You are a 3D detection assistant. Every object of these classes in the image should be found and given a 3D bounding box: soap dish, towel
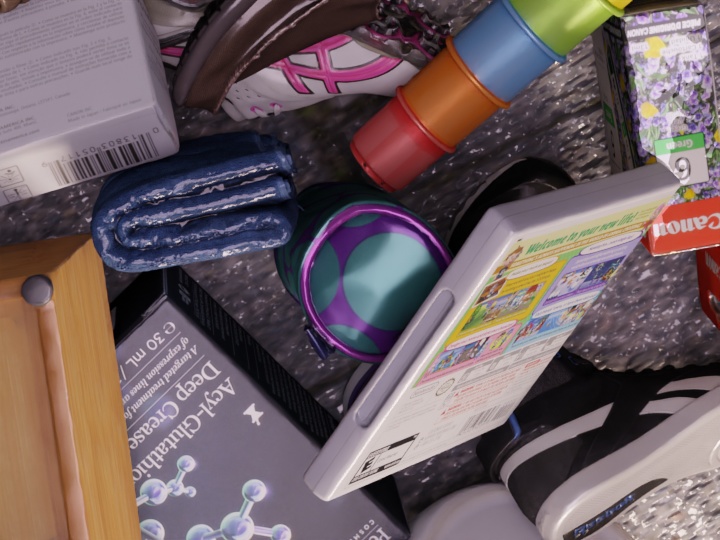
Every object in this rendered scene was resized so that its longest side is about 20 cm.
[{"bbox_3d":[-0.203,0.090,1.346,0.156,0.081,0.201,-8,91,7],"label":"soap dish"},{"bbox_3d":[-0.088,-0.041,1.365,0.111,0.200,0.049,-11,99,-1],"label":"towel"}]

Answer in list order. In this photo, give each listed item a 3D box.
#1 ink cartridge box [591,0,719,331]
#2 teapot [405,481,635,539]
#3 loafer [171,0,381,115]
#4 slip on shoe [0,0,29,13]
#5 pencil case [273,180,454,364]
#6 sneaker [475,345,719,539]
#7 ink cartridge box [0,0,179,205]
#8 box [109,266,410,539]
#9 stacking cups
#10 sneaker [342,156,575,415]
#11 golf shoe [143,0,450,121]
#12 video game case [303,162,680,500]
[{"bbox_3d":[0.170,-0.056,1.430,0.050,0.109,0.201,-10,104,-3],"label":"ink cartridge box"},{"bbox_3d":[0.085,0.231,1.477,0.200,0.197,0.146,48,139,18],"label":"teapot"},{"bbox_3d":[-0.020,-0.149,1.333,0.071,0.073,0.200,42,103,-12],"label":"loafer"},{"bbox_3d":[-0.246,-0.192,1.347,0.199,0.076,0.061,26,61,14],"label":"slip on shoe"},{"bbox_3d":[0.000,0.000,1.384,0.085,0.200,0.093,-27,98,-2],"label":"pencil case"},{"bbox_3d":[0.156,0.070,1.481,0.199,0.112,0.073,-25,148,-26],"label":"sneaker"},{"bbox_3d":[-0.194,-0.128,1.369,0.162,0.201,0.057,-17,142,3],"label":"ink cartridge box"},{"bbox_3d":[-0.094,0.118,1.453,0.148,0.107,0.200,-44,103,6],"label":"box"},{"bbox_3d":[0.081,-0.116,1.361,0.060,0.061,0.200,42,107,-13],"label":"stacking cups"},{"bbox_3d":[0.066,0.032,1.454,0.076,0.088,0.200,31,99,-11],"label":"sneaker"},{"bbox_3d":[-0.039,-0.124,1.423,0.199,0.073,0.092,16,118,-3],"label":"golf shoe"},{"bbox_3d":[0.071,0.028,1.321,0.022,0.200,0.182,43,117,18],"label":"video game case"}]
